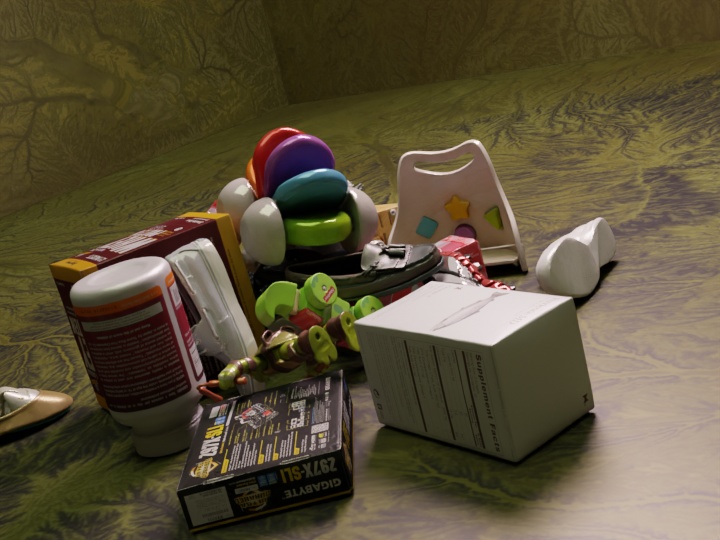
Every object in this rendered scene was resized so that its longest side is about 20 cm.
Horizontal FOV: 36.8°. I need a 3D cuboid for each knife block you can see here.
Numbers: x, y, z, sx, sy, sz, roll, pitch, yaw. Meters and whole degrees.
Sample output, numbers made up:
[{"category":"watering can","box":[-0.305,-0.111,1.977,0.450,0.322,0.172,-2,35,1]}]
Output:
[{"category":"knife block","box":[-0.030,-0.069,1.816,0.198,0.065,0.176,-17,16,-7]}]

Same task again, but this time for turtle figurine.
[{"category":"turtle figurine","box":[-0.071,0.090,1.183,0.161,0.065,0.199,-25,-16,41]}]

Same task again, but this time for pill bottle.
[{"category":"pill bottle","box":[-0.236,0.096,1.185,0.112,0.202,0.113,-14,16,4]}]

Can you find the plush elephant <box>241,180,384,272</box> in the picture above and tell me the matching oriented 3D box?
[{"category":"plush elephant","box":[-0.048,-0.020,1.531,0.164,0.155,0.201,31,80,20]}]

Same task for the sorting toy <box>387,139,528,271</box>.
[{"category":"sorting toy","box":[0.131,-0.086,1.510,0.198,0.182,0.107,-7,17,24]}]

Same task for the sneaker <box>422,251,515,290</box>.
[{"category":"sneaker","box":[0.112,0.036,1.275,0.097,0.071,0.200,-23,30,-18]}]

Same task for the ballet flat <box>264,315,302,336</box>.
[{"category":"ballet flat","box":[-0.114,0.067,1.420,0.198,0.071,0.071,0,21,34]}]

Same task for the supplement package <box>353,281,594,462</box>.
[{"category":"supplement package","box":[0.106,0.090,1.043,0.116,0.118,0.199,-25,19,-34]}]

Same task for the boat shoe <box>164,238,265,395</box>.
[{"category":"boat shoe","box":[-0.173,0.065,1.261,0.071,0.202,0.070,-22,-6,-18]}]

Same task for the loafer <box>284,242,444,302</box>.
[{"category":"loafer","box":[0.000,0.000,1.293,0.198,0.063,0.072,-19,20,19]}]

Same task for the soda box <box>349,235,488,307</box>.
[{"category":"soda box","box":[0.069,0.023,1.395,0.199,0.071,0.063,-25,17,-28]}]

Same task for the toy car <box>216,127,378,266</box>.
[{"category":"toy car","box":[-0.080,-0.101,1.359,0.173,0.151,0.200,-9,24,-24]}]

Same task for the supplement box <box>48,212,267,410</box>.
[{"category":"supplement box","box":[-0.246,0.053,1.345,0.199,0.199,0.132,-24,15,-28]}]

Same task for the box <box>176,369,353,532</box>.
[{"category":"box","box":[-0.087,0.172,1.070,0.158,0.050,0.200,-17,16,4]}]

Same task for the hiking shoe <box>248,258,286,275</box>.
[{"category":"hiking shoe","box":[-0.146,-0.006,1.638,0.198,0.102,0.076,-19,15,-13]}]

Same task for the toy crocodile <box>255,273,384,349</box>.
[{"category":"toy crocodile","box":[-0.031,0.057,1.246,0.199,0.062,0.067,24,-36,-34]}]

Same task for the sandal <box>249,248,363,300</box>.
[{"category":"sandal","box":[-0.080,-0.003,1.399,0.199,0.048,0.076,-15,34,19]}]

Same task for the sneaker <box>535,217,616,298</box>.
[{"category":"sneaker","box":[0.252,-0.005,1.356,0.088,0.076,0.200,-19,5,35]}]

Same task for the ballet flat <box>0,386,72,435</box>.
[{"category":"ballet flat","box":[-0.460,0.182,1.355,0.199,0.064,0.068,-23,18,-27]}]

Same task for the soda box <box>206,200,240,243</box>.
[{"category":"soda box","box":[-0.236,0.004,1.531,0.201,0.063,0.070,-54,7,17]}]
